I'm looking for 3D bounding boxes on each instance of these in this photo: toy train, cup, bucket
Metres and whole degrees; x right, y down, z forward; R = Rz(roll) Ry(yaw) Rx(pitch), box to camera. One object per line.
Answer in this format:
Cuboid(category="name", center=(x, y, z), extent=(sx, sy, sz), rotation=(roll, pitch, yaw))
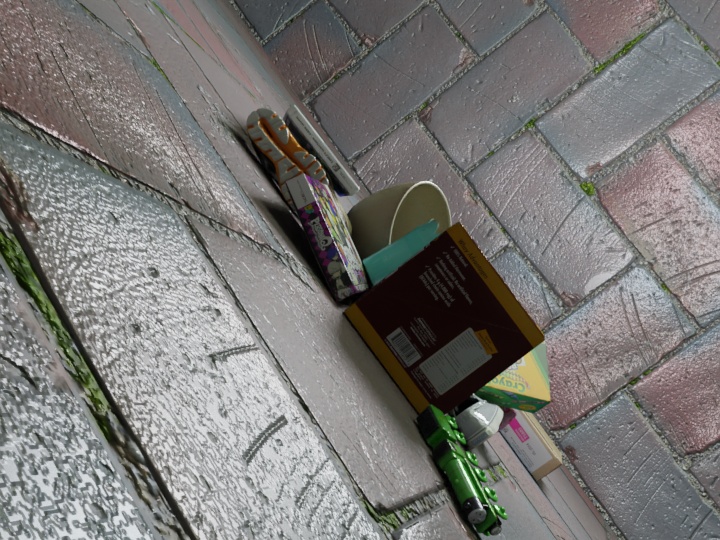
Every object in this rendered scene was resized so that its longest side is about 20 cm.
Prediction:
Cuboid(category="toy train", center=(0.119, 0.239, 1.095), extent=(0.056, 0.042, 0.200), rotation=(37, 14, -33))
Cuboid(category="cup", center=(0.052, -0.064, 1.616), extent=(0.142, 0.201, 0.200), rotation=(10, -23, 36))
Cuboid(category="bucket", center=(0.098, 0.037, 1.431), extent=(0.207, 0.134, 0.208), rotation=(-23, 90, -88))

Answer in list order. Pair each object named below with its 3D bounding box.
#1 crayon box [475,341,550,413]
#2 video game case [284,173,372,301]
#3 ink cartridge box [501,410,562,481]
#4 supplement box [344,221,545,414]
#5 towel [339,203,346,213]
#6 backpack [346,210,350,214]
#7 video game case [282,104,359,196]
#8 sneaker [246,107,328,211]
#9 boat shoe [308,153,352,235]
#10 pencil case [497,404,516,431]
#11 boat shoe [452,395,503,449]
Cuboid(category="crayon box", center=(0.230, 0.165, 1.568), extent=(0.199, 0.058, 0.120), rotation=(15, 55, -19))
Cuboid(category="video game case", center=(-0.043, -0.046, 1.324), extent=(0.200, 0.036, 0.182), rotation=(0, 65, -82))
Cuboid(category="ink cartridge box", center=(0.372, 0.368, 2.052), extent=(0.201, 0.075, 0.165), rotation=(55, 8, 12))
Cuboid(category="supplement box", center=(0.118, 0.069, 1.268), extent=(0.198, 0.200, 0.133), rotation=(53, 6, 2))
Cuboid(category="towel", center=(-0.084, -0.147, 1.699), extent=(0.201, 0.049, 0.148), rotation=(55, 0, 24))
Cuboid(category="backpack", center=(0.064, -0.045, 1.814), extent=(0.183, 0.134, 0.200), rotation=(56, 4, 20))
Cuboid(category="video game case", center=(-0.076, -0.209, 1.619), extent=(0.182, 0.023, 0.200), rotation=(51, -4, -8))
Cuboid(category="sneaker", center=(-0.116, -0.168, 1.460), extent=(0.201, 0.078, 0.077), rotation=(60, -14, -1))
Cuboid(category="boat shoe", center=(-0.083, -0.135, 1.527), extent=(0.201, 0.072, 0.072), rotation=(62, 8, 20))
Cuboid(category="pencil case", center=(0.193, 0.203, 1.620), extent=(0.200, 0.087, 0.087), rotation=(53, 6, 12))
Cuboid(category="boat shoe", center=(0.186, 0.232, 1.471), extent=(0.072, 0.070, 0.201), rotation=(55, 8, 3))
